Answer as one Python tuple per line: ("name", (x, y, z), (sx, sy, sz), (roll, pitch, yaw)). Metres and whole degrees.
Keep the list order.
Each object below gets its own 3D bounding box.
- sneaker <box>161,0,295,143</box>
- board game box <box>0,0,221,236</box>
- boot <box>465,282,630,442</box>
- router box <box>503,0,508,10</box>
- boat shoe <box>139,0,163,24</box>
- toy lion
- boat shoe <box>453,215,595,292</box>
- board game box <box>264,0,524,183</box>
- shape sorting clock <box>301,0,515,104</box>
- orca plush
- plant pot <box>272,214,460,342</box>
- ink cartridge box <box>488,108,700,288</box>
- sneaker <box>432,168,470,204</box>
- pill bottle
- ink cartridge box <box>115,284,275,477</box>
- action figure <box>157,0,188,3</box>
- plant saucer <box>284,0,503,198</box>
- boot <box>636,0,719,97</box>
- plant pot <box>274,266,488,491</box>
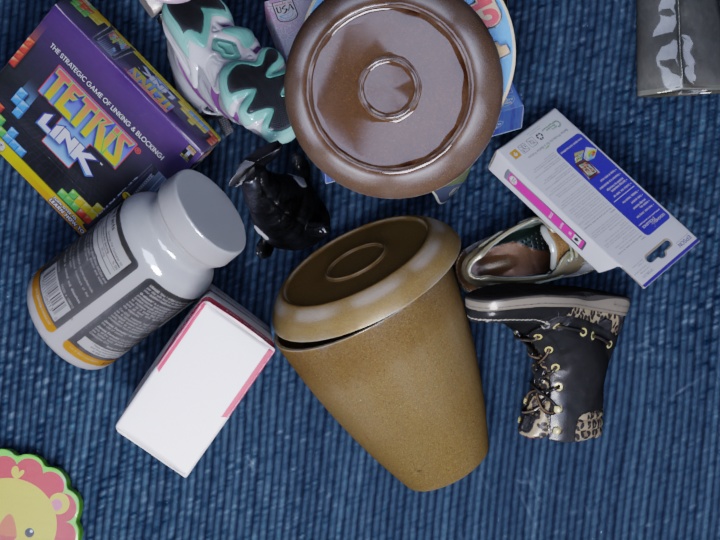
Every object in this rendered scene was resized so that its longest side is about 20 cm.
("sneaker", (-0.123, -0.168, 1.552), (0.078, 0.140, 0.200), (-26, 62, -22))
("board game box", (-0.261, -0.139, 1.554), (0.200, 0.057, 0.165), (45, 118, -3))
("boot", (0.179, 0.090, 1.571), (0.199, 0.073, 0.151), (2, 98, -41))
("router box", (0.066, -0.300, 1.543), (0.148, 0.051, 0.201), (0, 61, 1))
("boat shoe", (-0.215, -0.348, 1.578), (0.093, 0.075, 0.200), (-35, 100, -7))
("toy lion", (-0.380, 0.274, 1.600), (0.199, 0.069, 0.193), (2, 85, -1))
("boat shoe", (0.192, -0.022, 1.597), (0.199, 0.068, 0.075), (-22, 90, -2))
("board game box", (0.030, -0.199, 1.541), (0.199, 0.043, 0.200), (-16, 61, -8))
("shape sorting clock", (0.042, -0.198, 1.455), (0.199, 0.039, 0.201), (0, 87, 2))
("orca plush", (-0.055, -0.063, 1.519), (0.071, 0.200, 0.105), (21, 67, 19))
("plant pot", (0.000, 0.000, 1.528), (0.199, 0.200, 0.028), (-27, 111, 0))
("ink cartridge box", (0.228, -0.066, 1.566), (0.200, 0.037, 0.095), (44, 57, 17))
("sneaker", (0.018, -0.130, 1.587), (0.200, 0.067, 0.090), (25, 128, 16))
("pill bottle", (-0.211, -0.002, 1.507), (0.200, 0.116, 0.117), (-35, 93, 23))
("ink cartridge box", (-0.155, 0.100, 1.527), (0.084, 0.200, 0.145), (35, 91, -5))
("action figure", (-0.111, -0.296, 1.519), (0.134, 0.200, 0.149), (29, 97, 23))
("plant saucer", (0.027, -0.163, 1.426), (0.199, 0.032, 0.201), (1, 98, 9))
("boot", (0.284, -0.274, 1.598), (0.181, 0.073, 0.201), (2, 99, 0))
("plant pot", (0.042, 0.108, 1.559), (0.186, 0.186, 0.201), (-27, 108, -1))
